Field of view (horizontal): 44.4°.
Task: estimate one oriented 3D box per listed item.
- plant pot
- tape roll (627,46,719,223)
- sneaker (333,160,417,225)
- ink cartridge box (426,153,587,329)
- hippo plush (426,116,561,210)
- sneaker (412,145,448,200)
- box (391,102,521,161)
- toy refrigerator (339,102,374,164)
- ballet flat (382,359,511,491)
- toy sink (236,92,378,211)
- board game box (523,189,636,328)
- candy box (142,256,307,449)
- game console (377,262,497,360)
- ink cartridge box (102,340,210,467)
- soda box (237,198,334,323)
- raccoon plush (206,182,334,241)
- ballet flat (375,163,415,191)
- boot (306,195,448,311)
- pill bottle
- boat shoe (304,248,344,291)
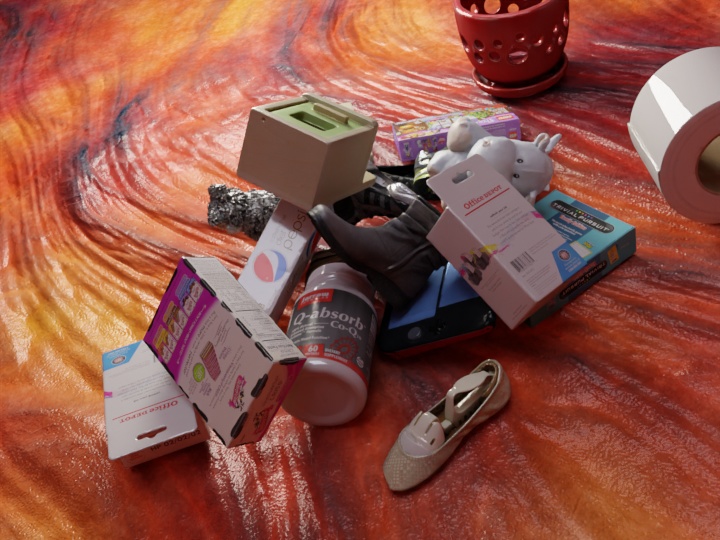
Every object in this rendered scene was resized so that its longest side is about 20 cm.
[{"bbox_3d":[0.278,-0.423,1.589,0.200,0.183,0.201,-10,38,8],"label":"plant pot"},{"bbox_3d":[0.488,-0.184,1.208,0.202,0.203,0.139,-13,38,5],"label":"tape roll"},{"bbox_3d":[0.021,-0.094,1.376,0.200,0.075,0.114,38,91,21],"label":"sneaker"},{"bbox_3d":[0.167,-0.040,1.096,0.115,0.068,0.200,-30,73,-38],"label":"ink cartridge box"},{"bbox_3d":[0.204,-0.125,1.249,0.199,0.160,0.161,9,13,-12],"label":"hippo plush"},{"bbox_3d":[0.176,-0.168,1.379,0.199,0.074,0.081,-6,59,-3],"label":"sneaker"},{"bbox_3d":[0.157,-0.234,1.480,0.199,0.039,0.137,-10,22,1],"label":"box"},{"bbox_3d":[-0.031,-0.215,1.544,0.076,0.070,0.200,-12,39,-6],"label":"toy refrigerator"},{"bbox_3d":[0.095,0.173,1.028,0.200,0.062,0.067,-38,43,-24],"label":"ballet flat"},{"bbox_3d":[-0.060,-0.178,1.259,0.130,0.112,0.200,27,27,20],"label":"toy sink"},{"bbox_3d":[0.254,-0.021,1.218,0.200,0.047,0.151,-32,40,-19],"label":"board game box"},{"bbox_3d":[-0.169,0.095,1.068,0.061,0.137,0.200,-2,39,-50],"label":"candy box"},{"bbox_3d":[0.110,0.022,1.171,0.177,0.031,0.200,-22,37,36],"label":"game console"},{"bbox_3d":[-0.264,0.175,1.140,0.115,0.068,0.200,-19,38,-4],"label":"ink cartridge box"},{"bbox_3d":[-0.111,-0.026,1.272,0.068,0.064,0.200,23,74,11],"label":"soda box"},{"bbox_3d":[-0.146,-0.115,1.363,0.200,0.134,0.097,-38,49,27],"label":"raccoon plush"},{"bbox_3d":[0.106,-0.162,1.436,0.199,0.057,0.067,-15,36,2],"label":"ballet flat"},{"bbox_3d":[0.034,-0.051,1.132,0.132,0.200,0.070,-45,33,5],"label":"boot"},{"bbox_3d":[-0.039,0.090,1.135,0.115,0.116,0.200,-6,39,13],"label":"pill bottle"},{"bbox_3d":[0.000,0.000,1.241,0.200,0.072,0.068,-21,40,44],"label":"boat shoe"}]
